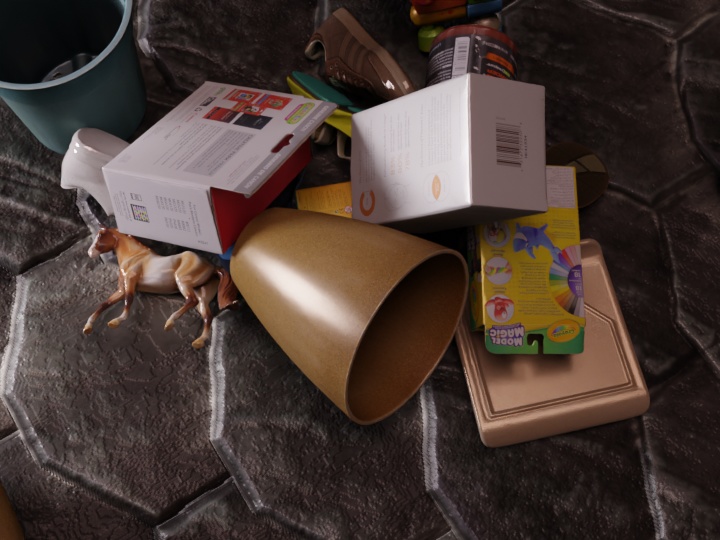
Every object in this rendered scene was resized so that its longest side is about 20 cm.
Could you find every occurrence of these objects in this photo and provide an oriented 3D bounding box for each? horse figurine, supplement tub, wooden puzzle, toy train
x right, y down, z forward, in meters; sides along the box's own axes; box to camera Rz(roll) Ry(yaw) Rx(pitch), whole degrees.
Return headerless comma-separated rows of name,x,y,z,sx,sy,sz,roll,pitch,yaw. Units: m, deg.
horse figurine,-0.217,0.017,1.122,0.199,0.050,0.133,5,51,12
supplement tub,0.122,-0.172,1.165,0.107,0.107,0.201,6,69,4
wooden puzzle,0.197,0.078,1.103,0.184,0.037,0.201,-12,73,-3
toy train,0.075,-0.314,1.224,0.199,0.116,0.085,-12,43,3

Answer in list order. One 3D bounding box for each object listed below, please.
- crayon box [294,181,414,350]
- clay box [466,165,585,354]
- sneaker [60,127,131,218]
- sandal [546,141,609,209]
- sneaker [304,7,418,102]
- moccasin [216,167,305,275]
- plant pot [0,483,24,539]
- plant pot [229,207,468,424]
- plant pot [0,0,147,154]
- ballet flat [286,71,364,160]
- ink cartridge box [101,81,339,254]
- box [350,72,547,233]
crayon box,0.000,0.000,1.124,0.118,0.058,0.201,-9,68,-2
clay box,0.172,-0.010,1.069,0.114,0.048,0.201,2,80,-13
sneaker,-0.245,-0.082,1.164,0.200,0.089,0.075,28,29,-9
sandal,0.198,-0.077,1.150,0.200,0.055,0.082,-39,95,-23
sneaker,0.003,-0.232,1.203,0.076,0.070,0.200,-41,48,6
moccasin,-0.119,-0.068,1.146,0.080,0.068,0.200,8,44,19
plant pot,-0.401,0.265,0.971,0.186,0.187,0.200,-15,55,-5
plant pot,-0.028,0.020,1.003,0.200,0.187,0.187,30,71,27
plant pot,-0.336,-0.239,1.156,0.199,0.196,0.201,0,67,1
ballet flat,-0.022,-0.169,1.182,0.200,0.067,0.067,32,109,33
ink cartridge box,-0.135,-0.110,1.070,0.175,0.084,0.200,12,40,23
box,0.083,-0.109,1.016,0.097,0.200,0.125,2,85,-33
